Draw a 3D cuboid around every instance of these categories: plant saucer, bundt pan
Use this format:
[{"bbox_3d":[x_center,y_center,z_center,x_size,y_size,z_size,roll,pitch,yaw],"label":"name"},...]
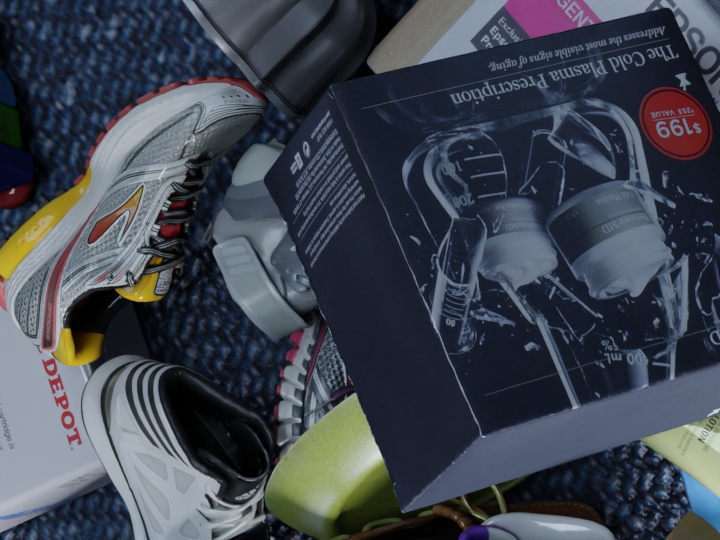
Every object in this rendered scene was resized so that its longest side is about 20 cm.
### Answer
[{"bbox_3d":[0.046,0.090,1.411,0.200,0.200,0.031,-37,65,21],"label":"plant saucer"},{"bbox_3d":[-0.063,-0.181,1.485,0.076,0.202,0.202,-38,72,8],"label":"bundt pan"}]

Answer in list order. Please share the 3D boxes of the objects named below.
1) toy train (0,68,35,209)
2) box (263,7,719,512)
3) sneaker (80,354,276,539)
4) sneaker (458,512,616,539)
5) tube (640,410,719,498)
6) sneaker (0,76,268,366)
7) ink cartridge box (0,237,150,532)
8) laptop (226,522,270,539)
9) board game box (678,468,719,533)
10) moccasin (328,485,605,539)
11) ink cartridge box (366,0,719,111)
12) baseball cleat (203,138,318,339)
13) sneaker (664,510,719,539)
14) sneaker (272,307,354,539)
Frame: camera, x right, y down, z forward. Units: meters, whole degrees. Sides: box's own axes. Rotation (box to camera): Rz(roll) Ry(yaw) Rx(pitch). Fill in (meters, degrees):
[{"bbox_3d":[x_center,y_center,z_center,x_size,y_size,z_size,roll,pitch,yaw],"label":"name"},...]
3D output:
[{"bbox_3d":[-0.297,-0.081,1.665,0.199,0.085,0.116,-16,71,26],"label":"toy train"},{"bbox_3d":[0.086,-0.008,1.298,0.183,0.199,0.104,67,151,15],"label":"box"},{"bbox_3d":[-0.078,0.140,1.495,0.115,0.076,0.201,-2,118,62],"label":"sneaker"},{"bbox_3d":[0.046,0.178,1.349,0.200,0.073,0.115,-22,121,12],"label":"sneaker"},{"bbox_3d":[0.214,0.102,1.368,0.200,0.052,0.058,34,137,19],"label":"tube"},{"bbox_3d":[-0.115,-0.028,1.489,0.200,0.078,0.082,-47,66,21],"label":"sneaker"},{"bbox_3d":[-0.224,0.077,1.616,0.199,0.084,0.145,-25,78,24],"label":"ink cartridge box"},{"bbox_3d":[-0.049,0.264,1.496,0.200,0.116,0.187,38,141,-19],"label":"laptop"},{"bbox_3d":[0.257,0.071,1.394,0.199,0.040,0.154,-21,79,25],"label":"board game box"},{"bbox_3d":[0.047,0.152,1.421,0.078,0.200,0.074,-43,54,54],"label":"moccasin"},{"bbox_3d":[0.127,-0.097,1.447,0.165,0.075,0.200,-47,69,19],"label":"ink cartridge box"},{"bbox_3d":[0.000,0.000,1.445,0.200,0.070,0.107,24,83,41],"label":"baseball cleat"},{"bbox_3d":[0.159,0.222,1.418,0.090,0.067,0.201,35,121,13],"label":"sneaker"},{"bbox_3d":[-0.001,0.054,1.506,0.074,0.081,0.201,1,89,25],"label":"sneaker"}]
